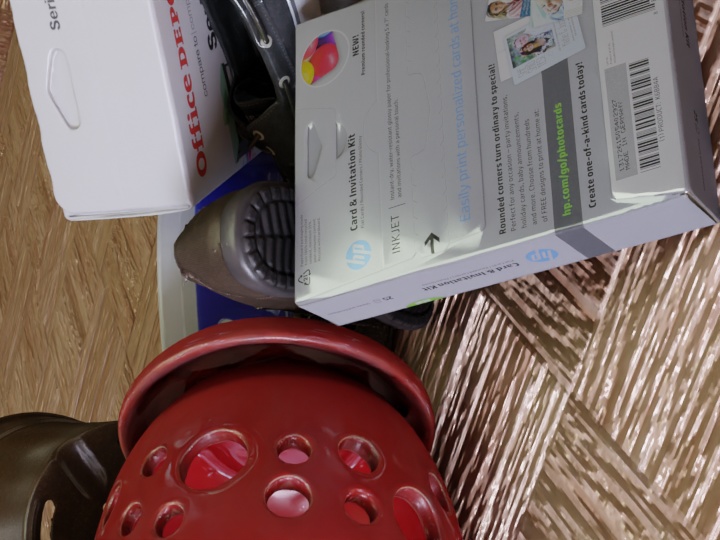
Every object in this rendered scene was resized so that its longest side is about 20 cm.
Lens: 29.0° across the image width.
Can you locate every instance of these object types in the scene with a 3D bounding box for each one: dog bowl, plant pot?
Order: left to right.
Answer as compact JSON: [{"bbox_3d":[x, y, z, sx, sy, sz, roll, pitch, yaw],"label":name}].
[{"bbox_3d":[-0.202,0.194,1.002,0.198,0.199,0.203,-19,64,56],"label":"plant pot"},{"bbox_3d":[-0.073,0.025,0.884,0.200,0.078,0.203,-4,-90,-88],"label":"dog bowl"},{"bbox_3d":[-0.041,0.142,0.729,0.184,0.198,0.201,-91,24,-44],"label":"plant pot"}]

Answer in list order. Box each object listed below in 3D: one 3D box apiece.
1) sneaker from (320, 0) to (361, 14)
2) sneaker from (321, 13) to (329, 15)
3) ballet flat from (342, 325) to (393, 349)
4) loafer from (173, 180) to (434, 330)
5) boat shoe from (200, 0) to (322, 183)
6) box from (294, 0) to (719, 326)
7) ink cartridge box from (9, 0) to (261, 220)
[{"bbox_3d":[-0.001,-0.151,0.906,0.200,0.073,0.117,153,120,-72],"label":"sneaker"},{"bbox_3d":[0.053,-0.099,0.750,0.200,0.090,0.067,40,149,39],"label":"sneaker"},{"bbox_3d":[0.000,0.000,0.865,0.067,0.046,0.202,-142,63,-65],"label":"ballet flat"},{"bbox_3d":[-0.025,-0.010,0.750,0.070,0.199,0.074,-4,77,33],"label":"loafer"},{"bbox_3d":[-0.047,-0.099,0.764,0.068,0.056,0.202,31,144,49],"label":"boat shoe"},{"bbox_3d":[0.058,-0.072,0.644,0.198,0.041,0.158,-16,62,30],"label":"box"},{"bbox_3d":[-0.106,-0.131,0.804,0.200,0.083,0.146,-51,-45,-61],"label":"ink cartridge box"}]
